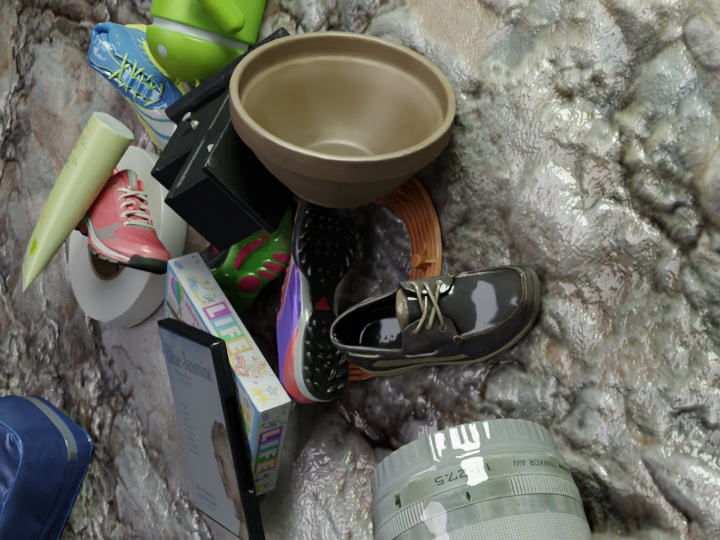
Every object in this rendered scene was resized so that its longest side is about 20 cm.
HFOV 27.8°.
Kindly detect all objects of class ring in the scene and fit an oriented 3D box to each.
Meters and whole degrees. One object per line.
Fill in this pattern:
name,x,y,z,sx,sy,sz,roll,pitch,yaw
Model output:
ring,0.000,0.000,1.341,0.199,0.019,0.203,-15,70,47

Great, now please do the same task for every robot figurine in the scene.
robot figurine,-0.156,-0.286,1.522,0.175,0.115,0.202,30,105,66

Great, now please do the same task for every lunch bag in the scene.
lunch bag,-0.402,0.249,1.667,0.135,0.132,0.202,33,105,32

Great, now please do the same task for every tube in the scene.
tube,-0.312,-0.073,1.553,0.052,0.058,0.201,38,104,18

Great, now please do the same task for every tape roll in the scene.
tape roll,-0.266,-0.039,1.651,0.202,0.037,0.205,-17,68,46

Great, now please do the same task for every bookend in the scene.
bookend,-0.137,-0.103,1.406,0.199,0.092,0.200,-25,31,44

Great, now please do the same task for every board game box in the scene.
board game box,-0.133,0.100,1.399,0.201,0.034,0.135,55,149,33

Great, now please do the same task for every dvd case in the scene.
dvd case,-0.144,0.152,1.389,0.142,0.017,0.202,14,117,61

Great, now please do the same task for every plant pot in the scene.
plant pot,-0.018,-0.120,1.288,0.201,0.199,0.093,53,148,42

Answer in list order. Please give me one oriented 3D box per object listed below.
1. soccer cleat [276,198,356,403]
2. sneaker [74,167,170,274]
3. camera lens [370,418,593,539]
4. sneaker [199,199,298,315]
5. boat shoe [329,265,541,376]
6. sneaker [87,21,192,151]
soccer cleat,-0.049,0.020,1.331,0.073,0.068,0.202,-12,74,52
sneaker,-0.259,-0.063,1.563,0.200,0.073,0.088,36,106,48
camera lens,0.097,0.230,1.059,0.160,0.159,0.202,-38,54,37
sneaker,-0.119,-0.015,1.459,0.199,0.077,0.084,-29,30,46
boat shoe,0.058,0.044,1.209,0.199,0.073,0.075,-23,66,34
sneaker,-0.252,-0.206,1.623,0.076,0.104,0.201,-53,45,26
